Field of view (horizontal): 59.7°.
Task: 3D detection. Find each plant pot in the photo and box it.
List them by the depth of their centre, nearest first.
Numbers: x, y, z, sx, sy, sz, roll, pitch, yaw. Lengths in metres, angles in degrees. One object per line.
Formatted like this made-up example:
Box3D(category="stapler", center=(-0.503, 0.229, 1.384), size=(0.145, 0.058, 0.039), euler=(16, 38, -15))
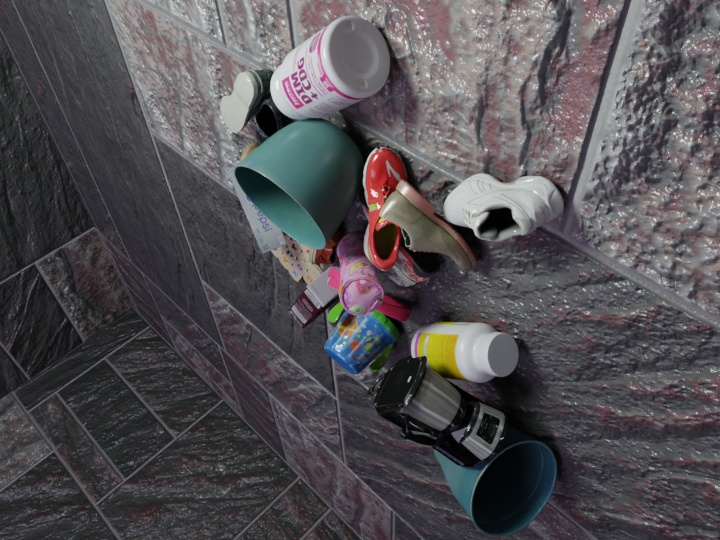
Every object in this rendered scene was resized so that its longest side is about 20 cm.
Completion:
Box3D(category="plant pot", center=(-0.089, -0.162, 1.078), size=(0.200, 0.161, 0.201), euler=(36, 163, 13))
Box3D(category="plant pot", center=(0.248, 0.380, 1.238), size=(0.188, 0.199, 0.201), euler=(32, 150, 60))

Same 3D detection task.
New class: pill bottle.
Box3D(category="pill bottle", center=(-0.054, -0.298, 0.955), size=(0.200, 0.113, 0.114), euler=(-2, 122, 58))
Box3D(category="pill bottle", center=(0.186, 0.146, 1.127), size=(0.200, 0.104, 0.105), euler=(-6, 119, 59))

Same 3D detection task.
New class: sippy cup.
Box3D(category="sippy cup", center=(-0.005, 0.150, 1.369), size=(0.178, 0.130, 0.140), euler=(41, 165, -3))

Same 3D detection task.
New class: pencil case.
Box3D(category="pencil case", center=(0.000, 0.000, 1.154), size=(0.200, 0.087, 0.088), euler=(-95, -17, -63))

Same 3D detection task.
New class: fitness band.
Box3D(category="fitness band", center=(0.014, 0.050, 1.273), size=(0.199, 0.038, 0.143), euler=(28, 180, 42))

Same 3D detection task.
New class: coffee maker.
Box3D(category="coffee maker", center=(0.139, 0.250, 1.137), size=(0.199, 0.135, 0.192), euler=(35, 178, -13))

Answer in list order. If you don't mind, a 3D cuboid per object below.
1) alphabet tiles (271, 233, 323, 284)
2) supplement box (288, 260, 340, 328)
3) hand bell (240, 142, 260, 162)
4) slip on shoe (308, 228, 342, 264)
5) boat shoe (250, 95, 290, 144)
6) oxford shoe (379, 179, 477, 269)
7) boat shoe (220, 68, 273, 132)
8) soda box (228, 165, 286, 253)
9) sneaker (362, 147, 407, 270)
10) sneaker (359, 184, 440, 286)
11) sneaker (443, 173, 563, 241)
Box3D(category="alphabet tiles", center=(-0.165, -0.048, 1.536), size=(0.200, 0.015, 0.196), euler=(50, 153, 4))
Box3D(category="supplement box", center=(-0.090, 0.057, 1.444), size=(0.061, 0.109, 0.200), euler=(50, 154, 3))
Box3D(category="hand bell", center=(-0.121, -0.192, 1.211), size=(0.199, 0.104, 0.105), euler=(6, 133, 23))
Box3D(category="slip on shoe", center=(-0.065, -0.082, 1.299), size=(0.061, 0.074, 0.201), euler=(13, 141, -2))
Box3D(category="boat shoe", center=(-0.175, -0.285, 1.216), size=(0.075, 0.062, 0.200), euler=(52, 154, -3))
Box3D(category="oxford shoe", center=(0.107, -0.056, 0.988), size=(0.200, 0.074, 0.071), euler=(41, -173, -26))
Box3D(category="boat shoe", center=(-0.221, -0.332, 1.228), size=(0.073, 0.062, 0.200), euler=(58, 151, -2))
Box3D(category="soda box", center=(-0.235, -0.145, 1.431), size=(0.068, 0.063, 0.201), euler=(-130, 19, -69))
Box3D(category="sneaker", center=(0.046, -0.097, 1.018), size=(0.085, 0.076, 0.202), euler=(-116, 24, -74))
Box3D(category="sneaker", center=(0.050, -0.058, 1.135), size=(0.202, 0.067, 0.108), euler=(50, 150, -2))
Box3D(category="sneaker", center=(0.175, -0.083, 0.875), size=(0.199, 0.099, 0.078), euler=(2, 125, 56))
